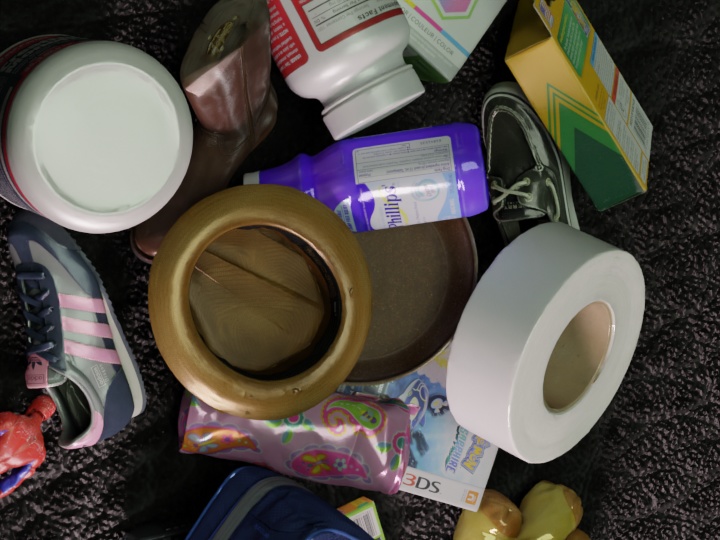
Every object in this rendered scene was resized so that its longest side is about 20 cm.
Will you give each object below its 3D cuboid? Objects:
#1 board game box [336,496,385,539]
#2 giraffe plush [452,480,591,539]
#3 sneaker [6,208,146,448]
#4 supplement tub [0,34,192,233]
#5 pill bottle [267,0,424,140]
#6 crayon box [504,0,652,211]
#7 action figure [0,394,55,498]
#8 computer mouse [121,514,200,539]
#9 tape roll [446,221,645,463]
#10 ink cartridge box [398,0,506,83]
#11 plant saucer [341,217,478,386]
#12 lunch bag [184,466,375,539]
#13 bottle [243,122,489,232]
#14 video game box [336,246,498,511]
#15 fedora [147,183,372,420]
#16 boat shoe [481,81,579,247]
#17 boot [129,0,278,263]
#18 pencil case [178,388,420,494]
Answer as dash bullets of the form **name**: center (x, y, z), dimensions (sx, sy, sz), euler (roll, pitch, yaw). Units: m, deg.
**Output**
- **board game box**: center (-0.065, 0.283, 1.739), dimensions (0.200, 0.030, 0.096), euler (-24, 107, -23)
- **giraffe plush**: center (0.154, 0.293, 1.769), dimensions (0.200, 0.162, 0.173), euler (-23, 107, -22)
- **sneaker**: center (-0.242, 0.050, 1.584), dimensions (0.082, 0.070, 0.200), euler (-40, 113, -40)
- **supplement tub**: center (-0.220, -0.108, 1.507), dimensions (0.140, 0.200, 0.141), euler (-4, 100, -24)
- **pill bottle**: center (-0.030, -0.213, 1.606), dimensions (0.112, 0.112, 0.200), euler (-28, 90, -20)
- **crayon box**: center (0.186, -0.168, 1.740), dimensions (0.051, 0.126, 0.200), euler (-24, 114, 24)
- **action figure**: center (-0.318, 0.173, 1.589), dimensions (0.200, 0.052, 0.065), euler (-45, 119, -19)
- **computer mouse**: center (-0.211, 0.242, 1.665), dimensions (0.199, 0.034, 0.059), euler (-7, 121, -20)
- **tape roll**: center (0.161, 0.063, 1.708), dimensions (0.202, 0.071, 0.203), euler (-34, 137, -39)
- **ink cartridge box**: center (0.084, -0.273, 1.710), dimensions (0.104, 0.059, 0.200), euler (39, 80, -24)
- **plant saucer**: center (0.000, 0.000, 1.683), dimensions (0.200, 0.037, 0.201), euler (-1, 81, 4)
- **lunch bag**: center (-0.086, 0.272, 1.636), dimensions (0.136, 0.132, 0.200), euler (35, 88, -47)
- **bottle**: center (0.004, -0.071, 1.633), dimensions (0.199, 0.065, 0.084), euler (-8, 145, 3)
- **video game box**: center (0.052, 0.097, 1.758), dimensions (0.182, 0.047, 0.201), euler (18, 90, -28)
- **fedora**: center (-0.089, 0.023, 1.607), dimensions (0.200, 0.082, 0.201), euler (-3, 98, -26)
- **boat shoe**: center (0.149, -0.068, 1.755), dimensions (0.064, 0.071, 0.200), euler (-44, 120, -51)
- **boot**: center (-0.128, -0.112, 1.557), dimensions (0.064, 0.200, 0.187), euler (30, 73, 8)
- **pencil case**: center (-0.053, 0.131, 1.659), dimensions (0.199, 0.087, 0.088), euler (12, 93, -5)
